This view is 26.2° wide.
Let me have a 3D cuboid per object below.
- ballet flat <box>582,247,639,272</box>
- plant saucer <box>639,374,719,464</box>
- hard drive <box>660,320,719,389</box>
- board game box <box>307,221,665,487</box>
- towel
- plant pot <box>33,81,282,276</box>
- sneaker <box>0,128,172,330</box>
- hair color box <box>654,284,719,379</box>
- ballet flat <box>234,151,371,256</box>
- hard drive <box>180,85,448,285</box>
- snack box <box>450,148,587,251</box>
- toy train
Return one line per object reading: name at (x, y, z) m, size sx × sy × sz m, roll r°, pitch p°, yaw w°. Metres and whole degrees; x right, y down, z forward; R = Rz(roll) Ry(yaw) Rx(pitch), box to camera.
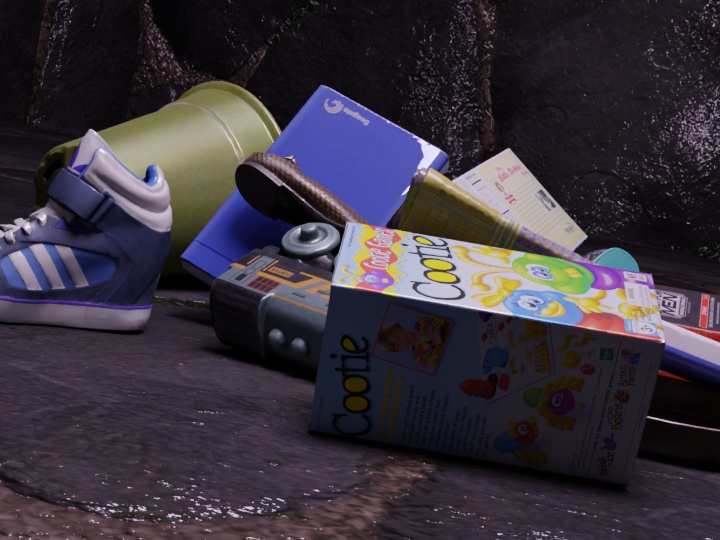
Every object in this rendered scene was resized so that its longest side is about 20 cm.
ballet flat at (0.159, 0.048, 1.303) m, size 0.073 × 0.073 × 0.200 m, roll 16°, pitch 39°, yaw 44°
plant saucer at (0.223, 0.106, 1.133) m, size 0.200 × 0.032 × 0.200 m, roll 10°, pitch 6°, yaw -1°
hard drive at (0.301, 0.085, 1.214) m, size 0.200 × 0.025 × 0.132 m, roll 21°, pitch -5°, yaw -7°
board game box at (0.077, 0.050, 0.969) m, size 0.200 × 0.105 × 0.103 m, roll 10°, pitch 24°, yaw 1°
towel at (0.114, -0.005, 1.183) m, size 0.200 × 0.023 × 0.144 m, roll 29°, pitch -22°, yaw 3°
plant pot at (-0.194, -0.067, 1.444) m, size 0.200 × 0.200 × 0.190 m, roll 15°, pitch 21°, yaw 39°
sneaker at (-0.238, -0.037, 1.151) m, size 0.200 × 0.147 × 0.081 m, roll 8°, pitch 7°, yaw -24°
hair color box at (0.227, 0.049, 1.412) m, size 0.200 × 0.061 × 0.102 m, roll 9°, pitch 20°, yaw 10°
ballet flat at (-0.015, -0.032, 1.227) m, size 0.200 × 0.067 × 0.046 m, roll 37°, pitch 49°, yaw 19°
hard drive at (-0.036, -0.049, 1.291) m, size 0.132 × 0.200 × 0.025 m, roll 31°, pitch -21°, yaw 17°
snack box at (0.135, -0.044, 1.399) m, size 0.116 × 0.037 × 0.200 m, roll 49°, pitch 24°, yaw 4°
toy train at (-0.016, 0.032, 1.148) m, size 0.200 × 0.085 × 0.114 m, roll 20°, pitch 41°, yaw 34°
